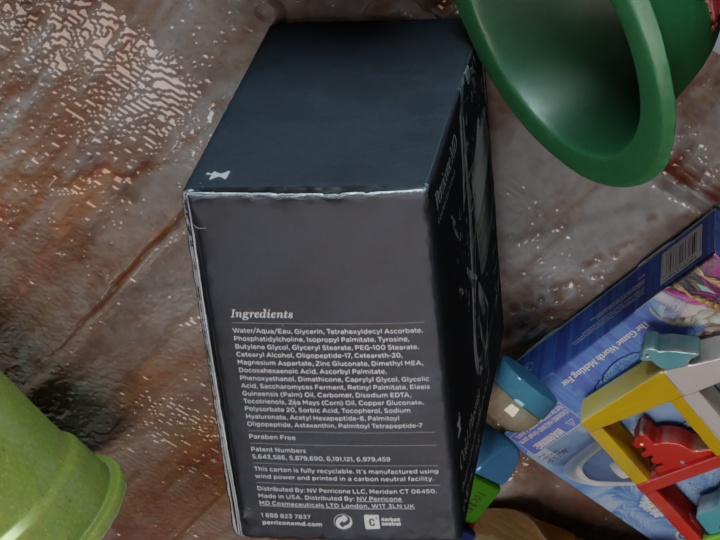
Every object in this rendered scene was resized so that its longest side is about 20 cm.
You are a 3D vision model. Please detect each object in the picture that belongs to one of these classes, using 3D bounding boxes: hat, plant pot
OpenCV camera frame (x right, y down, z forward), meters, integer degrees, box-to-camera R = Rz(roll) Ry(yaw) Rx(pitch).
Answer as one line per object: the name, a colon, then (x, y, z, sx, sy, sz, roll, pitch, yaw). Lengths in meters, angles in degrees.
hat: (0.159, -0.147, 0.931, 0.175, 0.165, 0.201, -32, 117, -19)
plant pot: (-0.278, 0.116, 1.198, 0.199, 0.201, 0.185, -23, 112, 29)

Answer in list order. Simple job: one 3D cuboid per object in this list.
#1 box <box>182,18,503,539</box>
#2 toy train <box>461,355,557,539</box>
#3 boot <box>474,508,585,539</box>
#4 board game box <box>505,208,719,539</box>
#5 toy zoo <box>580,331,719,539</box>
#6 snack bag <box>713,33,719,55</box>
box: (0.000, 0.000, 0.987, 0.123, 0.200, 0.198, -1, 120, 12)
toy train: (0.017, 0.063, 1.144, 0.116, 0.200, 0.085, -50, 149, 4)
boot: (0.148, 0.220, 1.268, 0.200, 0.071, 0.144, 5, 154, 31)
board game box: (0.211, 0.083, 1.144, 0.198, 0.044, 0.200, 34, 130, -19)
toy zoo: (0.218, 0.102, 1.115, 0.131, 0.021, 0.200, -25, 122, 31)
snack bag: (0.178, -0.202, 0.912, 0.188, 0.021, 0.200, 30, 131, -15)
